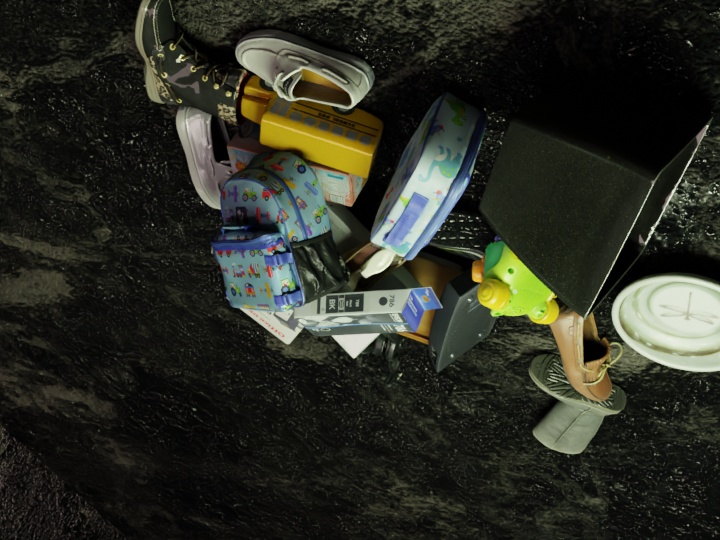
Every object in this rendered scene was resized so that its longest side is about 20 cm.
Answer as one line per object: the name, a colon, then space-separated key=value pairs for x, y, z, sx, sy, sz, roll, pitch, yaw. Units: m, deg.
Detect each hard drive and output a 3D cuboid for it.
hard drive: x=0.165 y=0.061 z=1.387 sx=0.042 sy=0.135 sz=0.201 roll=44 pitch=149 yaw=25

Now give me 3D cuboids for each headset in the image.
headset: x=0.019 y=0.133 z=1.600 sx=0.123 sy=0.095 sz=0.200 roll=4 pitch=156 yaw=31

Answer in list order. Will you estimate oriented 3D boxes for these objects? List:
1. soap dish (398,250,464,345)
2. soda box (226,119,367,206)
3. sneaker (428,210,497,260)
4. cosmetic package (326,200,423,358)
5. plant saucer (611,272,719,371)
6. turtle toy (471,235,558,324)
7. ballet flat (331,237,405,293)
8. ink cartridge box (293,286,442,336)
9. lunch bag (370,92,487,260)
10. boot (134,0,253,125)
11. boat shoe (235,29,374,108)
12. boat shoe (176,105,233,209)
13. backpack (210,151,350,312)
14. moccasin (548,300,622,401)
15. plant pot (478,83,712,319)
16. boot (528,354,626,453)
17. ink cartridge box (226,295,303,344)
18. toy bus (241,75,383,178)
soap dish: x=0.064 y=0.035 z=1.457 sx=0.199 sy=0.081 sz=0.158 roll=18 pitch=144 yaw=14
soda box: x=-0.091 y=-0.158 z=1.325 sx=0.199 sy=0.069 sz=0.064 roll=15 pitch=141 yaw=17
sneaker: x=0.174 y=-0.048 z=1.312 sx=0.199 sy=0.072 sz=0.083 roll=18 pitch=179 yaw=5
cosmetic package: x=-0.025 y=0.010 z=1.380 sx=0.200 sy=0.052 sz=0.151 roll=46 pitch=118 yaw=1
plant saucer: x=0.453 y=0.060 z=1.257 sx=0.199 sy=0.050 sz=0.201 roll=18 pitch=144 yaw=13
turtle toy: x=0.226 y=-0.024 z=1.201 sx=0.145 sy=0.201 sz=0.101 roll=17 pitch=-158 yaw=-41
ballet flat: x=0.000 y=0.000 z=1.303 sx=0.070 sy=0.065 sz=0.200 roll=44 pitch=118 yaw=-6
ink cartridge box: x=0.013 y=0.061 z=1.298 sx=0.199 sy=0.039 sz=0.099 roll=-5 pitch=158 yaw=15
lunch bag: x=0.086 y=-0.116 z=1.180 sx=0.082 sy=0.161 sz=0.200 roll=26 pitch=144 yaw=-4
boot: x=-0.226 y=-0.288 z=1.246 sx=0.150 sy=0.073 sz=0.201 roll=22 pitch=145 yaw=8
boat shoe: x=-0.084 y=-0.258 z=1.191 sx=0.199 sy=0.070 sz=0.071 roll=20 pitch=144 yaw=14
boat shoe: x=-0.220 y=-0.175 z=1.401 sx=0.068 sy=0.072 sz=0.201 roll=10 pitch=133 yaw=23
backpack: x=-0.124 y=-0.057 z=1.260 sx=0.182 sy=0.134 sz=0.201 roll=8 pitch=117 yaw=46
moccasin: x=0.354 y=0.126 z=1.396 sx=0.077 sy=0.074 sz=0.202 roll=6 pitch=131 yaw=41
plant pot: x=0.254 y=-0.101 z=1.041 sx=0.177 sy=0.200 sz=0.200 roll=31 pitch=130 yaw=19
boot: x=0.340 y=0.233 z=1.550 sx=0.181 sy=0.073 sz=0.200 roll=28 pitch=152 yaw=2
ink cartridge box: x=-0.130 y=0.023 z=1.559 sx=0.144 sy=0.084 sz=0.200 roll=37 pitch=145 yaw=-2
toy bus: x=-0.070 y=-0.198 z=1.246 sx=0.199 sy=0.079 sz=0.065 roll=18 pitch=145 yaw=4
